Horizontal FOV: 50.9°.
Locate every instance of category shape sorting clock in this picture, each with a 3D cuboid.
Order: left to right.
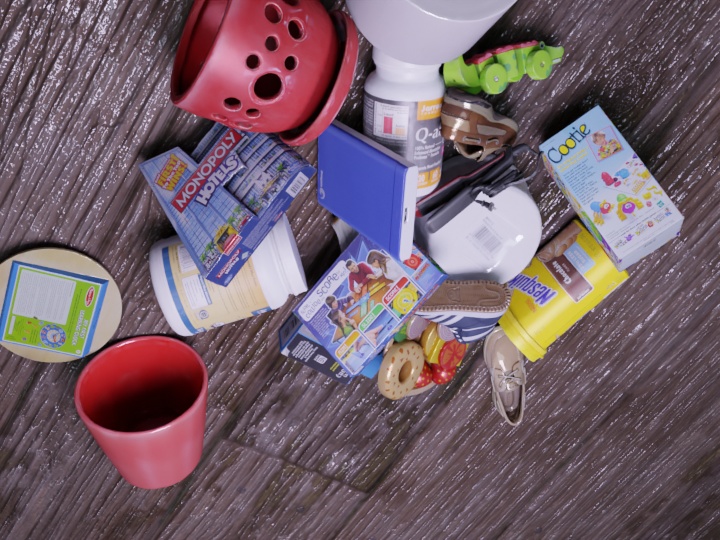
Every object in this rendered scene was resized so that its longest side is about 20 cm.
[{"bbox_3d":[-0.461,0.053,1.135,0.197,0.039,0.202,-5,120,-9],"label":"shape sorting clock"}]

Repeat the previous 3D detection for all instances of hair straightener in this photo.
[{"bbox_3d":[0.173,-0.108,1.044,0.198,0.077,0.041,-30,147,-1],"label":"hair straightener"}]

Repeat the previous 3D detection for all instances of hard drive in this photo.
[{"bbox_3d":[0.004,-0.115,1.036,0.025,0.200,0.133,-18,126,-31],"label":"hard drive"}]

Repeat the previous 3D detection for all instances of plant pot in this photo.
[{"bbox_3d":[-0.329,0.234,1.191,0.198,0.202,0.179,-6,131,-8],"label":"plant pot"},{"bbox_3d":[-0.115,-0.264,0.928,0.181,0.201,0.202,18,116,-31],"label":"plant pot"}]

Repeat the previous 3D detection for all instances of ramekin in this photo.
[{"bbox_3d":[0.179,-0.068,1.155,0.198,0.098,0.203,-5,121,-8],"label":"ramekin"}]

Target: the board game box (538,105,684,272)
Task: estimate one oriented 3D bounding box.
[{"bbox_3d":[0.359,-0.115,1.092,0.104,0.201,0.103,-33,161,10],"label":"board game box"}]

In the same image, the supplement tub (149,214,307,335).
[{"bbox_3d":[-0.188,0.000,1.095,0.198,0.145,0.146,-17,122,0],"label":"supplement tub"}]

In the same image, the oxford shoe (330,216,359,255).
[{"bbox_3d":[0.000,0.000,1.157,0.057,0.075,0.202,-14,101,8],"label":"oxford shoe"}]

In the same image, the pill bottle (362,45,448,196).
[{"bbox_3d":[0.060,-0.211,1.035,0.115,0.117,0.202,-3,121,-9],"label":"pill bottle"}]

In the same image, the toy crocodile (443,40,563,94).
[{"bbox_3d":[0.194,-0.279,1.022,0.198,0.067,0.063,-22,110,-25],"label":"toy crocodile"}]

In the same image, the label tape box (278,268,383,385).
[{"bbox_3d":[-0.013,0.108,1.241,0.199,0.064,0.145,30,111,-24],"label":"label tape box"}]

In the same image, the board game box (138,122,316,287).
[{"bbox_3d":[-0.194,-0.120,1.014,0.201,0.199,0.062,-51,157,2],"label":"board game box"}]

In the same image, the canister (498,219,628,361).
[{"bbox_3d":[0.311,0.028,1.211,0.200,0.149,0.086,-43,119,13],"label":"canister"}]

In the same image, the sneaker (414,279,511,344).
[{"bbox_3d":[0.120,0.057,1.145,0.197,0.071,0.109,7,151,2],"label":"sneaker"}]

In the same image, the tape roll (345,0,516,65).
[{"bbox_3d":[0.088,-0.362,0.887,0.200,0.139,0.206,1,84,-12],"label":"tape roll"}]

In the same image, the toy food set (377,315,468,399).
[{"bbox_3d":[0.114,0.120,1.241,0.199,0.049,0.200,12,105,-44],"label":"toy food set"}]

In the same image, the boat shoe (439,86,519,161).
[{"bbox_3d":[0.157,-0.192,1.043,0.199,0.075,0.075,8,104,-58],"label":"boat shoe"}]

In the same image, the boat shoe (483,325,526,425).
[{"bbox_3d":[0.263,0.187,1.342,0.071,0.065,0.202,-12,122,-4],"label":"boat shoe"}]

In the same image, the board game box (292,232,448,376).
[{"bbox_3d":[0.012,0.033,1.086,0.200,0.135,0.034,-48,162,12],"label":"board game box"}]
